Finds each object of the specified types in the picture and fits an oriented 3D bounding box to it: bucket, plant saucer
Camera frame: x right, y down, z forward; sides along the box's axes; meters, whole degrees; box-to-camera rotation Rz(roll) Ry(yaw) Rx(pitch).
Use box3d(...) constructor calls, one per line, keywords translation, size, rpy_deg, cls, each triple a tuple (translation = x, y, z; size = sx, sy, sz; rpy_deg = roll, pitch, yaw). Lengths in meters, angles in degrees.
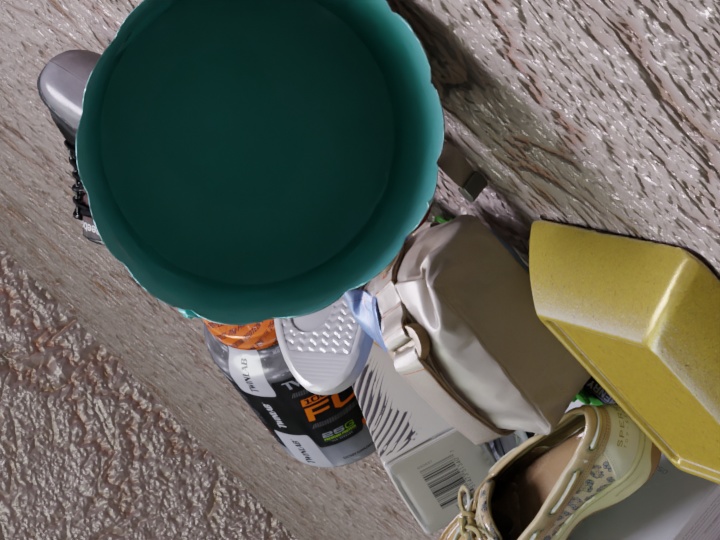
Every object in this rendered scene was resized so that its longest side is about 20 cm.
box3d(translation=(-0.057, -0.073, 1.513), size=(0.207, 0.207, 0.135), rpy_deg=(43, 180, -6), cls="bucket")
box3d(translation=(0.187, 0.063, 1.569), size=(0.200, 0.048, 0.200), rpy_deg=(46, 168, -20), cls="plant saucer")

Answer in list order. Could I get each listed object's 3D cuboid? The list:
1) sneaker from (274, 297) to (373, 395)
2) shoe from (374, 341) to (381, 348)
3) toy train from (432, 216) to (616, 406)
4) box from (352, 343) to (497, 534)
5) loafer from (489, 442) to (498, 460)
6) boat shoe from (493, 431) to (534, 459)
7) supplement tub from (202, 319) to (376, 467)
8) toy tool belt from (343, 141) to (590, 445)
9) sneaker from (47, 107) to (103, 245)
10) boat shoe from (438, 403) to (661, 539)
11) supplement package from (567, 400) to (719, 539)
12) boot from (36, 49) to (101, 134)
box3d(translation=(-0.001, 0.014, 1.785), size=(0.118, 0.073, 0.201), rpy_deg=(52, -152, -46), cls="sneaker")
box3d(translation=(0.000, 0.000, 1.921), size=(0.200, 0.070, 0.053), rpy_deg=(35, 176, 44), cls="shoe")
box3d(translation=(0.110, 0.037, 1.766), size=(0.200, 0.042, 0.056), rpy_deg=(40, 179, 11), cls="toy train")
box3d(translation=(0.036, 0.085, 1.928), size=(0.082, 0.068, 0.200), rpy_deg=(59, -176, -36), cls="box")
box3d(translation=(0.102, 0.112, 2.047), size=(0.063, 0.072, 0.200), rpy_deg=(25, -169, -47), cls="loafer")
box3d(translation=(0.126, 0.109, 1.884), size=(0.067, 0.074, 0.200), rpy_deg=(32, 165, 52), cls="boat shoe")
box3d(translation=(-0.048, 0.062, 2.193), size=(0.122, 0.123, 0.200), rpy_deg=(34, 167, 36), cls="supplement tub")
box3d(translation=(0.045, 0.016, 1.681), size=(0.200, 0.125, 0.123), rpy_deg=(46, 156, -17), cls="toy tool belt")
box3d(translation=(-0.207, -0.078, 2.284), size=(0.071, 0.098, 0.201), rpy_deg=(30, 163, 53), cls="sneaker")
box3d(translation=(0.103, 0.140, 1.726), size=(0.062, 0.200, 0.074), rpy_deg=(14, -135, -37), cls="boat shoe")
box3d(translation=(0.195, 0.210, 1.833), size=(0.152, 0.151, 0.200), rpy_deg=(29, 163, 49), cls="supplement package")
box3d(translation=(-0.151, -0.119, 2.044), size=(0.199, 0.070, 0.132), rpy_deg=(30, 165, 4), cls="boot")
